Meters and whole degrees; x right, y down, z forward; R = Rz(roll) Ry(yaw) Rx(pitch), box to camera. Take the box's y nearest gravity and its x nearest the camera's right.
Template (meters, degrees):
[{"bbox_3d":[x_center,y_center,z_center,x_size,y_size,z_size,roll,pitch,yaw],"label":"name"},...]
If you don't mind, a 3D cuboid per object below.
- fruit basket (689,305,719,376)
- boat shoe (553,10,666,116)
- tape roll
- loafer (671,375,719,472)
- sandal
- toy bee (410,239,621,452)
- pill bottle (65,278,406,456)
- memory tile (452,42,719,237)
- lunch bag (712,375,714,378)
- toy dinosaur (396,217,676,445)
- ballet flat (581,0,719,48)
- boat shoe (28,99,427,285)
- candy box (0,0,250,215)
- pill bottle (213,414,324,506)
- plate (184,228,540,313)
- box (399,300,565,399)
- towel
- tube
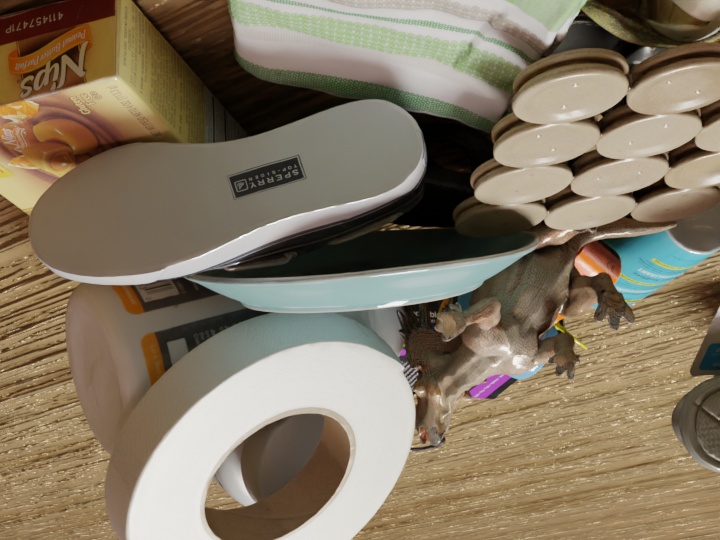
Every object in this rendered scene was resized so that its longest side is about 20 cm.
[{"bbox_3d":[0.285,-0.008,0.672,0.183,0.094,0.201,0,130,-12],"label":"fruit basket"},{"bbox_3d":[0.162,-0.093,0.670,0.199,0.057,0.067,15,152,-36],"label":"boat shoe"},{"bbox_3d":[-0.057,0.116,0.798,0.201,0.037,0.204,-20,132,-23],"label":"tape roll"},{"bbox_3d":[0.270,0.080,0.713,0.198,0.073,0.063,1,180,2],"label":"loafer"},{"bbox_3d":[0.058,-0.057,0.772,0.199,0.048,0.075,-1,165,-42],"label":"sandal"},{"bbox_3d":[0.088,0.021,0.912,0.199,0.109,0.131,-23,121,15],"label":"toy bee"},{"bbox_3d":[-0.078,0.041,0.836,0.199,0.117,0.116,-14,165,-29],"label":"pill bottle"},{"bbox_3d":[0.130,-0.060,0.628,0.152,0.017,0.200,-6,162,-8],"label":"memory tile"},{"bbox_3d":[0.383,0.098,1.008,0.199,0.119,0.164,-16,-172,27],"label":"lunch bag"},{"bbox_3d":[0.094,0.015,0.809,0.086,0.200,0.135,48,171,-11],"label":"toy dinosaur"},{"bbox_3d":[0.116,-0.132,0.545,0.199,0.071,0.070,17,151,-35],"label":"ballet flat"},{"bbox_3d":[-0.063,-0.031,0.657,0.198,0.072,0.068,-17,156,-2],"label":"boat shoe"},{"bbox_3d":[-0.134,-0.066,0.704,0.114,0.056,0.200,-9,157,16],"label":"candy box"},{"bbox_3d":[-0.072,0.113,0.966,0.109,0.111,0.200,11,-175,-29],"label":"pill bottle"},{"bbox_3d":[0.000,0.000,0.719,0.198,0.026,0.200,-4,-173,1],"label":"plate"},{"bbox_3d":[0.046,0.063,1.060,0.198,0.036,0.143,4,156,-19],"label":"box"},{"bbox_3d":[0.013,-0.106,0.565,0.148,0.031,0.200,10,173,-2],"label":"towel"},{"bbox_3d":[0.189,-0.005,0.908,0.077,0.051,0.200,10,161,-9],"label":"tube"}]
